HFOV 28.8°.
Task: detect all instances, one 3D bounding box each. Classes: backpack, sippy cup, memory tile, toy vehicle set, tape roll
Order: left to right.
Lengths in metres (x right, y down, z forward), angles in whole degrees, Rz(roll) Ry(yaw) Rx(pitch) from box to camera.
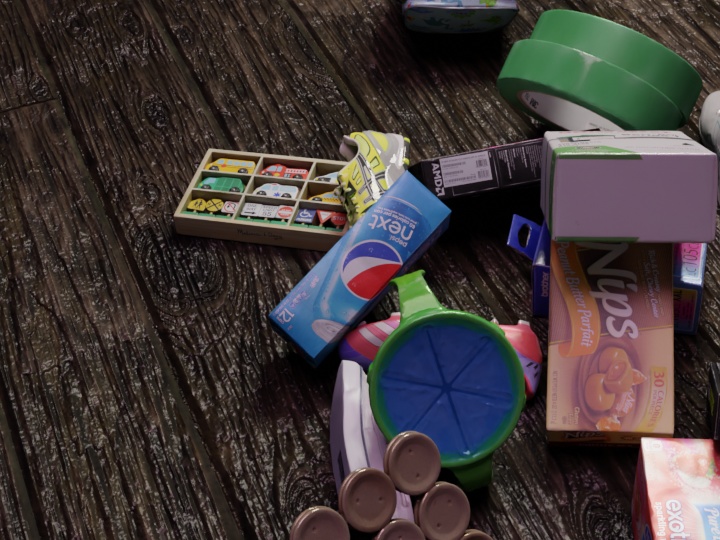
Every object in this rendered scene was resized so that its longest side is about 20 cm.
[{"bbox_3d":[-0.095,-0.080,1.569,0.199,0.027,0.125,6,44,12],"label":"toy vehicle set"},{"bbox_3d":[0.041,0.241,1.106,0.153,0.201,0.017,-37,14,-27],"label":"memory tile"},{"bbox_3d":[0.072,0.098,1.252,0.139,0.179,0.130,16,3,-2],"label":"sippy cup"},{"bbox_3d":[0.119,-0.375,1.767,0.182,0.148,0.200,-1,2,2],"label":"backpack"},{"bbox_3d":[0.247,-0.183,1.525,0.200,0.200,0.048,24,86,27],"label":"tape roll"},{"bbox_3d":[0.282,-0.224,1.572,0.200,0.200,0.048,24,87,28],"label":"tape roll"}]

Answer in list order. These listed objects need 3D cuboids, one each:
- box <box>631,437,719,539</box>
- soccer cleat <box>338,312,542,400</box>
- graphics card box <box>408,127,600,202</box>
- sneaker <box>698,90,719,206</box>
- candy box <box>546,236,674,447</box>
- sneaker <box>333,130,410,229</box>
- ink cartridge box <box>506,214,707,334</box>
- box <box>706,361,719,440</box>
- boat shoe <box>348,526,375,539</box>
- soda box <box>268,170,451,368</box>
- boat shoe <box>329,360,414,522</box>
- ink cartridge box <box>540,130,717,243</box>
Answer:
[{"bbox_3d":[0.281,0.241,1.135,0.102,0.095,0.201,1,43,4],"label":"box"},{"bbox_3d":[0.075,0.088,1.348,0.198,0.067,0.077,0,54,5],"label":"soccer cleat"},{"bbox_3d":[0.154,-0.109,1.514,0.199,0.051,0.125,-12,2,-6],"label":"graphics card box"},{"bbox_3d":[0.423,-0.148,1.558,0.070,0.081,0.201,-4,41,4],"label":"sneaker"},{"bbox_3d":[0.233,0.062,1.307,0.115,0.055,0.201,1,66,9],"label":"candy box"},{"bbox_3d":[0.007,-0.069,1.498,0.076,0.076,0.201,11,46,-6],"label":"sneaker"},{"bbox_3d":[0.252,-0.015,1.433,0.199,0.077,0.137,6,43,14],"label":"ink cartridge box"},{"bbox_3d":[0.404,0.122,1.213,0.199,0.048,0.193,6,7,13],"label":"box"},{"bbox_3d":[-0.046,0.246,1.162,0.198,0.093,0.075,-2,42,3],"label":"boat shoe"},{"bbox_3d":[0.000,0.000,1.380,0.064,0.068,0.200,41,81,8],"label":"soda box"},{"bbox_3d":[0.011,0.165,1.272,0.065,0.074,0.201,5,45,-12],"label":"boat shoe"},{"bbox_3d":[0.247,-0.082,1.322,0.145,0.085,0.200,0,12,3],"label":"ink cartridge box"}]
